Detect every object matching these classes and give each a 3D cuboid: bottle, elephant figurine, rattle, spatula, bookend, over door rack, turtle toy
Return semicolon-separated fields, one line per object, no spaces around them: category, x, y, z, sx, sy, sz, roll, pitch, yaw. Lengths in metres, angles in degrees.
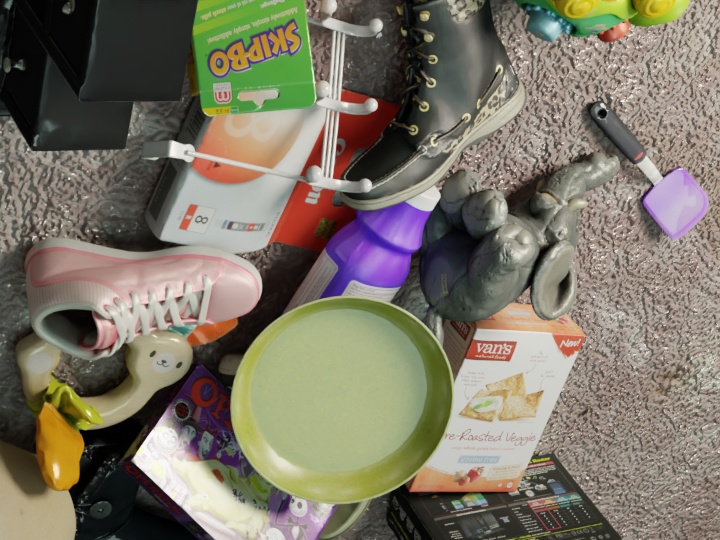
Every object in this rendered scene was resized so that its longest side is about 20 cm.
bottle;0.000;0.000;1.493;0.083;0.065;0.200;4;125;-50
elephant figurine;0.152;-0.021;1.538;0.200;0.142;0.155;1;152;-46
rattle;-0.188;0.091;1.426;0.199;0.143;0.131;-13;108;-12
spatula;0.276;-0.102;1.606;0.057;0.021;0.200;-42;131;7
bookend;-0.199;-0.158;1.199;0.092;0.199;0.200;-3;124;-28
over door rack;-0.068;-0.145;1.308;0.200;0.067;0.148;8;84;-35
turtle toy;0.199;-0.250;1.398;0.199;0.146;0.101;-3;145;-25

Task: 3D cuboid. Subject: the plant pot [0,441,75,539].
plant pot;-0.326;0.223;1.427;0.134;0.200;0.201;-22;135;-46

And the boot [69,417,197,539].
boot;-0.212;0.217;1.537;0.200;0.076;0.168;5;123;-24

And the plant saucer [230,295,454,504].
plant saucer;-0.017;0.111;1.477;0.199;0.031;0.201;-2;110;-7

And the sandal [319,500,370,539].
sandal;-0.011;0.166;1.603;0.201;0.080;0.057;-62;155;10

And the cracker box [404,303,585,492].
cracker box;0.126;0.129;1.666;0.134;0.058;0.200;4;119;-30

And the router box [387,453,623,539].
router box;0.147;0.270;1.715;0.199;0.150;0.062;-7;125;-23

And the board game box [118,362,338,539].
board game box;-0.116;0.195;1.518;0.200;0.032;0.120;46;50;-20

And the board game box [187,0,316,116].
board game box;-0.091;-0.218;1.259;0.095;0.030;0.201;-7;88;-23

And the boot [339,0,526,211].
boot;0.047;-0.159;1.401;0.203;0.073;0.154;-37;132;-22

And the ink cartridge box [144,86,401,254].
ink cartridge box;-0.065;-0.084;1.422;0.200;0.050;0.162;13;116;-30

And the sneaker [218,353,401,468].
sneaker;-0.043;0.138;1.528;0.200;0.076;0.088;20;92;-9

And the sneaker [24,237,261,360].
sneaker;-0.180;0.033;1.373;0.200;0.105;0.075;6;127;-11
